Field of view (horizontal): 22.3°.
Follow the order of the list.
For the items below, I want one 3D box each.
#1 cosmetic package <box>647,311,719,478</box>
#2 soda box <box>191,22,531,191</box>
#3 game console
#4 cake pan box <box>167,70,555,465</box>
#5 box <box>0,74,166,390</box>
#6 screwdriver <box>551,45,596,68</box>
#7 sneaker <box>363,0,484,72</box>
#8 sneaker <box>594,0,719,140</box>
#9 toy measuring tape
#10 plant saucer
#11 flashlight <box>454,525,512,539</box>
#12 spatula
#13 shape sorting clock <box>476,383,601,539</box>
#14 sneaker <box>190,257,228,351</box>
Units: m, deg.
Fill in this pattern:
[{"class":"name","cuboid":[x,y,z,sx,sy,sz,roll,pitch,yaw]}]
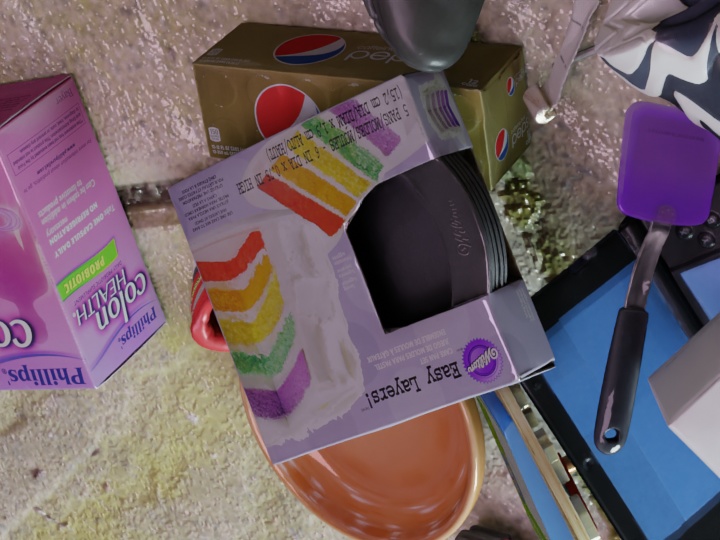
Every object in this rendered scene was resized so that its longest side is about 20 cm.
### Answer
[{"class":"cosmetic package","cuboid":[0.266,0.104,1.007,0.108,0.085,0.200,-42,99,10]},{"class":"soda box","cuboid":[0.001,-0.102,1.109,0.199,0.064,0.068,8,124,27]},{"class":"game console","cuboid":[0.210,0.062,1.050,0.170,0.118,0.201,-24,105,40]},{"class":"cake pan box","cuboid":[0.000,0.000,1.058,0.199,0.052,0.185,-20,91,35]},{"class":"box","cuboid":[-0.262,-0.022,1.301,0.175,0.097,0.201,-3,118,33]},{"class":"screwdriver","cuboid":[0.181,-0.140,0.997,0.199,0.029,0.028,-20,108,38]},{"class":"sneaker","cuboid":[0.053,-0.202,0.948,0.091,0.076,0.201,26,111,56]},{"class":"sneaker","cuboid":[0.226,-0.106,0.923,0.129,0.080,0.199,34,154,-28]},{"class":"toy measuring tape","cuboid":[0.107,-0.168,0.991,0.073,0.074,0.201,30,128,12]},{"class":"plant saucer","cuboid":[0.005,0.095,1.237,0.199,0.037,0.201,20,125,31]},{"class":"flashlight","cuboid":[0.154,0.231,1.230,0.199,0.068,0.068,15,123,25]},{"class":"spatula","cuboid":[0.158,0.008,1.018,0.056,0.021,0.201,8,105,-7]},{"class":"shape sorting clock","cuboid":[0.115,0.125,1.123,0.039,0.200,0.201,-24,109,-1]},{"class":"sneaker","cuboid":[-0.040,0.003,1.156,0.077,0.085,0.200,26,146,-28]}]
